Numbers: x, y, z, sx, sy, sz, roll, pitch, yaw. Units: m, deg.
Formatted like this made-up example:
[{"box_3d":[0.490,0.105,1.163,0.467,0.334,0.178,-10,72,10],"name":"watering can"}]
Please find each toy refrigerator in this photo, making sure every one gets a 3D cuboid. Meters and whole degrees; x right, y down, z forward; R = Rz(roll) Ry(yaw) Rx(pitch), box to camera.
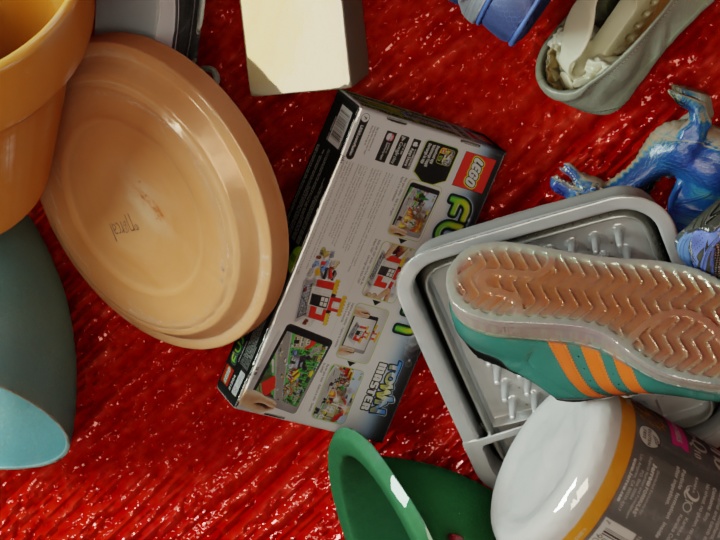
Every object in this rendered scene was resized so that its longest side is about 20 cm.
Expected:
[{"box_3d":[-0.043,-0.210,1.634,0.069,0.076,0.201,-4,101,9],"name":"toy refrigerator"}]

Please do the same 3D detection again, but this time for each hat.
[{"box_3d":[0.095,0.154,1.689,0.175,0.166,0.201,-24,127,-17],"name":"hat"}]

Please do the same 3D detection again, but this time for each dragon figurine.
[{"box_3d":[0.216,-0.048,1.633,0.199,0.059,0.100,17,103,6],"name":"dragon figurine"}]

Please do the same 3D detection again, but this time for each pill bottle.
[{"box_3d":[0.186,0.157,1.627,0.199,0.116,0.117,30,104,-20],"name":"pill bottle"}]

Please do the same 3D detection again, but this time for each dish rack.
[{"box_3d":[0.126,0.038,1.638,0.171,0.044,0.201,-15,126,14],"name":"dish rack"}]

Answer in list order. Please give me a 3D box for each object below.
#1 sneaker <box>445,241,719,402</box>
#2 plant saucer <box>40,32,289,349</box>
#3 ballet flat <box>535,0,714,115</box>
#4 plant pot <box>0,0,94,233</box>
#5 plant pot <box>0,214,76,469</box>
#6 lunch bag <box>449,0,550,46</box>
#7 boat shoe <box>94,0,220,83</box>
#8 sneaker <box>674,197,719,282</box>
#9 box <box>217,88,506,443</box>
[{"box_3d":[0.147,0.039,1.556,0.199,0.080,0.072,15,62,19],"name":"sneaker"},{"box_3d":[-0.127,-0.043,1.631,0.200,0.032,0.201,25,130,33],"name":"plant saucer"},{"box_3d":[0.170,-0.170,1.588,0.200,0.063,0.068,-54,45,31],"name":"ballet flat"},{"box_3d":[-0.246,-0.116,1.555,0.199,0.201,0.184,9,143,7],"name":"plant pot"},{"box_3d":[-0.260,0.023,1.670,0.199,0.200,0.136,8,68,7],"name":"plant pot"},{"box_3d":[0.085,-0.207,1.551,0.132,0.200,0.136,32,99,0],"name":"lunch bag"},{"box_3d":[-0.129,-0.119,1.665,0.073,0.068,0.200,30,130,31],"name":"boat shoe"},{"box_3d":[0.250,0.014,1.575,0.075,0.200,0.079,-41,48,10],"name":"sneaker"},{"box_3d":[0.000,0.000,1.660,0.110,0.035,0.201,16,105,-31],"name":"box"}]
